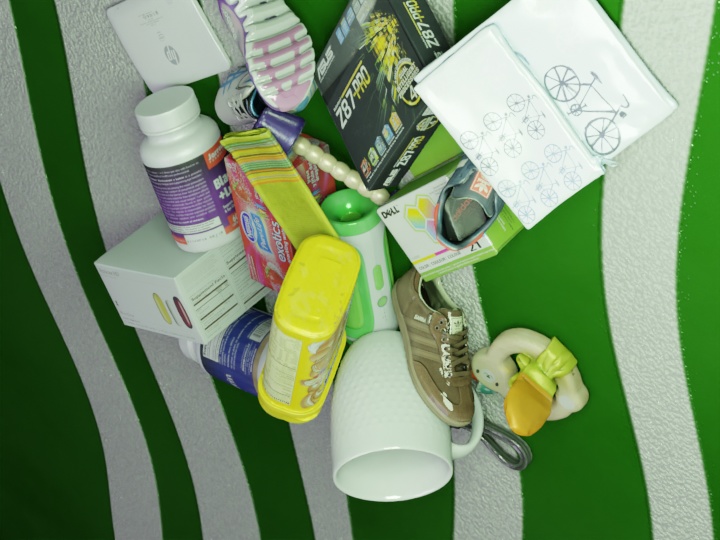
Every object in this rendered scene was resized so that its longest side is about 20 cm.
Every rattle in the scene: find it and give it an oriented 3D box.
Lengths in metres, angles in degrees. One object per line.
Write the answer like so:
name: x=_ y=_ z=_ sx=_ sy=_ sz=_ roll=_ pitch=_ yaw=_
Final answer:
rattle: x=0.160 y=0.152 z=1.694 sx=0.199 sy=0.144 sz=0.130 roll=-2 pitch=140 yaw=44

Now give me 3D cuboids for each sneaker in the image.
sneaker: x=0.133 y=-0.104 z=1.449 sx=0.074 sy=0.085 sz=0.202 roll=25 pitch=114 yaw=5
sneaker: x=-0.114 y=-0.270 z=1.629 sx=0.202 sy=0.080 sz=0.088 roll=69 pitch=159 yaw=9
sneaker: x=0.095 y=0.084 z=1.706 sx=0.075 sy=0.070 sz=0.202 roll=-42 pitch=62 yaw=44
sneaker: x=-0.127 y=-0.209 z=1.733 sx=0.199 sy=0.072 sz=0.072 roll=-9 pitch=118 yaw=55

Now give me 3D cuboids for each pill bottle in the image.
pill bottle: x=-0.225 y=-0.135 z=1.887 sx=0.111 sy=0.111 sz=0.202 roll=13 pitch=133 yaw=43
pill bottle: x=-0.164 y=0.110 z=2.059 sx=0.199 sy=0.116 sz=0.117 roll=19 pitch=137 yaw=40

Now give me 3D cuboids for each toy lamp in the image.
toy lamp: x=-0.035 y=-0.122 z=1.666 sx=0.199 sy=0.059 sz=0.058 roll=34 pitch=149 yaw=-10

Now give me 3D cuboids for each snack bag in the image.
snack bag: x=0.177 y=-0.166 z=1.366 sx=0.199 sy=0.021 sz=0.189 roll=-36 pitch=96 yaw=27

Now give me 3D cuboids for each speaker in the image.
speaker: x=0.000 y=0.000 z=1.777 sx=0.088 sy=0.088 sz=0.202 roll=23 pitch=139 yaw=35

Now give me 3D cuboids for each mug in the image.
mug: x=0.059 y=0.175 z=1.766 sx=0.198 sy=0.177 sz=0.148 roll=8 pitch=145 yaw=-16

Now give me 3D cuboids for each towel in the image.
towel: x=-0.085 y=-0.081 z=1.678 sx=0.086 sy=0.018 sz=0.201 roll=-1 pitch=130 yaw=49

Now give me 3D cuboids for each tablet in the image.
tablet: x=-0.249 y=-0.298 z=1.843 sx=0.199 sy=0.014 sz=0.131 roll=-6 pitch=118 yaw=53

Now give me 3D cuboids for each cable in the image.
cable: x=0.138 y=0.184 z=1.857 sx=0.198 sy=0.050 sz=0.098 roll=19 pitch=121 yaw=21

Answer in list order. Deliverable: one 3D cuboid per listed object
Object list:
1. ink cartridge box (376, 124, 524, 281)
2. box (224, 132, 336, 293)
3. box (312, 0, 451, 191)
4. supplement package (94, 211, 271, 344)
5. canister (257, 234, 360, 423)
ink cartridge box: x=0.075 y=-0.103 z=1.588 sx=0.201 sy=0.076 sz=0.147 roll=54 pitch=147 yaw=-9
box: x=-0.091 y=-0.071 z=1.804 sx=0.099 sy=0.095 sz=0.202 roll=25 pitch=140 yaw=34
box: x=0.027 y=-0.204 z=1.520 sx=0.163 sy=0.049 sz=0.200 roll=66 pitch=150 yaw=19
supplement package: x=-0.244 y=0.003 z=2.008 sx=0.199 sy=0.155 sz=0.112 roll=8 pitch=129 yaw=47
canister: x=-0.061 y=0.070 z=1.699 sx=0.086 sy=0.150 sz=0.201 roll=19 pitch=146 yaw=3
